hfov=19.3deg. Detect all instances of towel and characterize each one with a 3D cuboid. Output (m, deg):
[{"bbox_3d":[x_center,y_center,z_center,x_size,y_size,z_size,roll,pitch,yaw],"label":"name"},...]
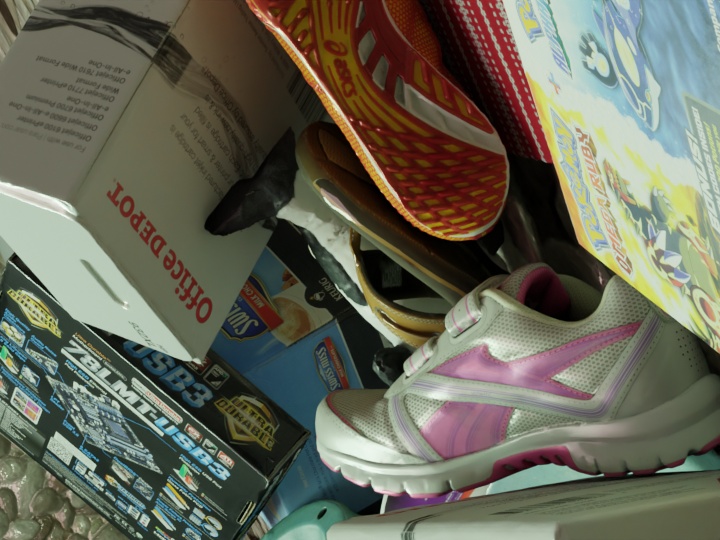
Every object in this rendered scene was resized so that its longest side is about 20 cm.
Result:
[{"bbox_3d":[0.039,-0.117,0.905,0.145,0.022,0.200,65,167,-16],"label":"towel"}]

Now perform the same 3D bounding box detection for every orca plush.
[{"bbox_3d":[0.000,0.000,1.026,0.199,0.106,0.071,17,173,-40],"label":"orca plush"}]

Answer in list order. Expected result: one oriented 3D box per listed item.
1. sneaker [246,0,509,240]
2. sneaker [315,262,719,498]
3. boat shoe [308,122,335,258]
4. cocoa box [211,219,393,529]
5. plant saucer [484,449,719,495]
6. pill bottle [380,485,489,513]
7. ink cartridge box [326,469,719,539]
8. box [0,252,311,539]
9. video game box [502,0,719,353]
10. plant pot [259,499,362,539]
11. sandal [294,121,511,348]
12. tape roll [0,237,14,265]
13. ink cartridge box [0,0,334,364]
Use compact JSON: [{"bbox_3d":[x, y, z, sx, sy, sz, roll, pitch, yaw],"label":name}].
[{"bbox_3d":[-0.003,-0.100,0.904,0.077,0.073,0.201,168,76,-87],"label":"sneaker"},{"bbox_3d":[0.065,0.043,0.906,0.081,0.199,0.089,-16,-85,-59],"label":"sneaker"},{"bbox_3d":[0.002,-0.028,1.143,0.074,0.069,0.201,50,164,41],"label":"boat shoe"},{"bbox_3d":[-0.023,0.079,1.340,0.133,0.131,0.201,46,161,51],"label":"cocoa box"},{"bbox_3d":[0.134,0.159,0.949,0.200,0.039,0.203,12,108,43],"label":"plant saucer"},{"bbox_3d":[0.076,0.140,1.115,0.113,0.112,0.200,62,168,-8],"label":"pill bottle"},{"bbox_3d":[0.093,0.125,0.810,0.200,0.143,0.084,166,97,-66],"label":"ink cartridge box"},{"bbox_3d":[-0.140,0.087,1.276,0.200,0.050,0.199,38,147,5],"label":"box"},{"bbox_3d":[0.107,-0.062,0.695,0.182,0.047,0.201,47,162,57],"label":"video game box"},{"bbox_3d":[0.013,0.241,1.261,0.188,0.200,0.200,40,175,-20],"label":"plant pot"},{"bbox_3d":[0.036,0.010,0.972,0.200,0.055,0.082,41,-163,-34],"label":"sandal"},{"bbox_3d":[-0.131,-0.041,1.350,0.066,0.199,0.201,45,160,51],"label":"tape roll"},{"bbox_3d":[-0.086,-0.082,0.987,0.083,0.201,0.145,17,158,29],"label":"ink cartridge box"}]
